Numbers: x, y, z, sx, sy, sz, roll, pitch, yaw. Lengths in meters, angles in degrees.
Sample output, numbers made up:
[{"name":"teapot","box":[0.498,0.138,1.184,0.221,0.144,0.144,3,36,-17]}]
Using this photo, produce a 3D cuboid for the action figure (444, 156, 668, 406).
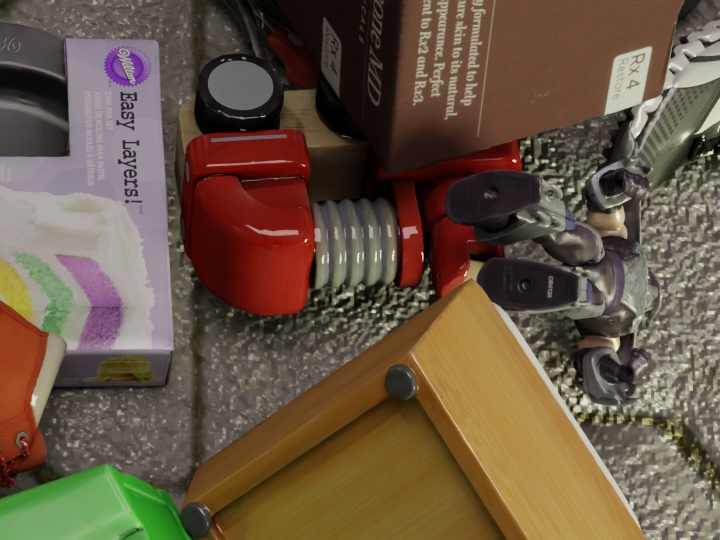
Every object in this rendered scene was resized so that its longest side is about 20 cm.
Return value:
[{"name":"action figure","box":[0.117,0.003,1.445,0.069,0.200,0.131,-11,77,25]}]

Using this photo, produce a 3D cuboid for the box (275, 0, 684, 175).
[{"name":"box","box":[0.049,-0.189,1.431,0.164,0.166,0.200,-16,50,-19]}]

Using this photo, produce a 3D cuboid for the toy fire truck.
[{"name":"toy fire truck","box":[0.000,0.000,1.464,0.176,0.129,0.200,-4,52,-11]}]

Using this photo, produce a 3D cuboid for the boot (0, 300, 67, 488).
[{"name":"boot","box":[-0.205,0.089,1.344,0.107,0.075,0.200,28,54,-14]}]

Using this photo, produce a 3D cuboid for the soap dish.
[{"name":"soap dish","box":[0.019,0.120,1.331,0.158,0.200,0.081,57,35,5]}]

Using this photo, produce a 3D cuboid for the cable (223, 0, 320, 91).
[{"name":"cable","box":[-0.058,-0.143,1.571,0.200,0.050,0.097,31,56,19]}]

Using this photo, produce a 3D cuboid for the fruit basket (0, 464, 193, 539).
[{"name":"fruit basket","box":[-0.152,0.211,1.302,0.215,0.156,0.216,-3,76,15]}]

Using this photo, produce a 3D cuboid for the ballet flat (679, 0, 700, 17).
[{"name":"ballet flat","box":[0.110,-0.143,1.584,0.200,0.067,0.046,-28,45,-22]}]

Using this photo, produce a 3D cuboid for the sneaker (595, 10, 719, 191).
[{"name":"sneaker","box":[0.211,-0.096,1.567,0.090,0.067,0.200,36,60,13]}]

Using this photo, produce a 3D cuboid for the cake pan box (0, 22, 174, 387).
[{"name":"cake pan box","box":[-0.192,-0.034,1.478,0.184,0.052,0.200,2,62,-10]}]
